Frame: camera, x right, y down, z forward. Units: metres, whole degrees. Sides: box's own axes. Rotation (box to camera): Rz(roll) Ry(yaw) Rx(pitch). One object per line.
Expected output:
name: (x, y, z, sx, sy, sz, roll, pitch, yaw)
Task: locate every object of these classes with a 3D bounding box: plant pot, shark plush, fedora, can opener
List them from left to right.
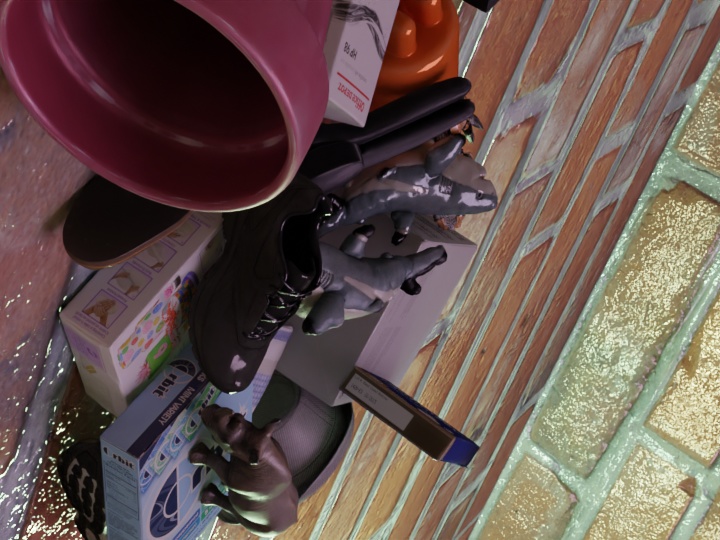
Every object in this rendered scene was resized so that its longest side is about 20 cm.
plant pot: (-0.098, -0.167, 0.881, 0.201, 0.198, 0.180, 96, 14, -55)
fedora: (-0.105, 0.167, 1.484, 0.090, 0.199, 0.178, 47, 45, -33)
shark plush: (0.000, 0.000, 1.278, 0.198, 0.091, 0.084, -4, 107, -23)
can opener: (0.011, -0.112, 1.237, 0.199, 0.079, 0.064, -24, 149, -15)
shark plush: (0.035, -0.064, 1.334, 0.199, 0.084, 0.091, -24, -169, -28)

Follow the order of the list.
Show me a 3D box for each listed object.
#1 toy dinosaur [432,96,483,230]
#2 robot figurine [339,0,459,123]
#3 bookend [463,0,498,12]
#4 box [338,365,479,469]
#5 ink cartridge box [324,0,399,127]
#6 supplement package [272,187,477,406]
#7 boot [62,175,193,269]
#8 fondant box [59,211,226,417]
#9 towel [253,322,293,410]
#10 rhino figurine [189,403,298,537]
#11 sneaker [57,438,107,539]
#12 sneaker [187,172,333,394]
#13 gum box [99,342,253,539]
toy dinosaur: (0.082, -0.149, 1.466, 0.136, 0.101, 0.202, -88, -172, -78)
robot figurine: (0.035, -0.191, 1.303, 0.200, 0.115, 0.145, 86, 1, -62)
bookend: (0.150, -0.314, 1.275, 0.092, 0.199, 0.200, -45, 158, -34)
box: (0.055, 0.150, 1.435, 0.033, 0.121, 0.200, -55, 164, -2)
ink cartridge box: (-0.024, -0.189, 1.140, 0.116, 0.066, 0.202, 20, 85, -73)
supplement package: (-0.006, 0.016, 1.482, 0.192, 0.146, 0.200, -60, 163, 10)
boot: (-0.154, -0.052, 1.096, 0.200, 0.073, 0.076, -48, 167, -40)
fondant box: (-0.159, 0.014, 1.209, 0.200, 0.058, 0.145, -52, 162, -25)
towel: (-0.157, 0.122, 1.364, 0.146, 0.024, 0.201, 15, 107, -46)
rhino figurine: (-0.096, 0.165, 1.216, 0.060, 0.087, 0.201, -55, 159, -28)
sneaker: (-0.216, 0.198, 1.299, 0.088, 0.077, 0.201, -35, 154, -25)
sneaker: (-0.079, 0.012, 1.154, 0.076, 0.090, 0.202, -6, 116, -48)
gum box: (-0.158, 0.165, 1.254, 0.170, 0.044, 0.201, -48, 156, -40)
